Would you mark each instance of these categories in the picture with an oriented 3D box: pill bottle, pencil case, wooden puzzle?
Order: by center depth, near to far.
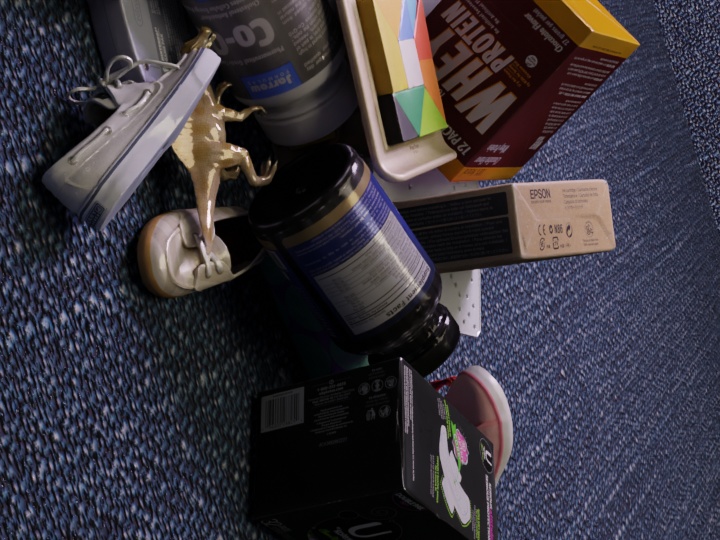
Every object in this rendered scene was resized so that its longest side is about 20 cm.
[{"bbox_3d":[0.000,0.000,1.406,0.200,0.112,0.112,55,30,-26],"label":"pill bottle"},{"bbox_3d":[-0.081,-0.213,1.418,0.114,0.113,0.200,-77,147,-47],"label":"pill bottle"},{"bbox_3d":[0.033,-0.186,1.474,0.185,0.037,0.201,-29,103,-67],"label":"wooden puzzle"},{"bbox_3d":[-0.024,0.046,1.512,0.092,0.085,0.201,-42,116,-47],"label":"pencil case"}]

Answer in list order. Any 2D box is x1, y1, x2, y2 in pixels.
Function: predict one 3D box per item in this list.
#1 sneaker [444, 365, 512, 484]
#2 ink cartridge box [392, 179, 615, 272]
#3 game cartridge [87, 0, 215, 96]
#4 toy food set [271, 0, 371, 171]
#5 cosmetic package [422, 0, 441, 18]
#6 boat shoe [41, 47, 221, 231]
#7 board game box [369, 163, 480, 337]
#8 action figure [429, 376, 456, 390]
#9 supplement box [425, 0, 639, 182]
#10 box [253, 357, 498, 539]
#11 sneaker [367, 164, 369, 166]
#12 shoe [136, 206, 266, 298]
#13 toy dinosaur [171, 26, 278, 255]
[{"bbox_3d":[0.082,0.192,1.593,0.104,0.075,0.201,-21,133,-36],"label":"sneaker"},{"bbox_3d":[0.130,-0.041,1.592,0.200,0.164,0.075,-6,90,-56],"label":"ink cartridge box"},{"bbox_3d":[-0.180,-0.219,1.383,0.133,0.040,0.201,5,72,-69],"label":"game cartridge"},{"bbox_3d":[-0.043,-0.188,1.532,0.060,0.143,0.201,-8,84,-68],"label":"toy food set"},{"bbox_3d":[0.031,-0.254,1.647,0.090,0.200,0.107,52,-24,14],"label":"cosmetic package"},{"bbox_3d":[-0.184,-0.120,1.262,0.086,0.075,0.202,35,52,-4],"label":"boat shoe"},{"bbox_3d":[0.059,-0.042,1.659,0.200,0.026,0.201,15,71,-53],"label":"board game box"},{"bbox_3d":[0.071,0.141,1.663,0.200,0.099,0.066,18,61,-66],"label":"action figure"},{"bbox_3d":[0.144,-0.205,1.645,0.133,0.200,0.197,48,19,13],"label":"supplement box"},{"bbox_3d":[0.017,0.184,1.441,0.200,0.148,0.125,44,38,-49],"label":"box"},{"bbox_3d":[0.025,-0.049,1.700,0.115,0.075,0.201,-4,87,-56],"label":"sneaker"},{"bbox_3d":[-0.123,-0.024,1.370,0.200,0.053,0.070,-26,100,-66],"label":"shoe"},{"bbox_3d":[-0.123,-0.096,1.368,0.101,0.058,0.201,14,66,-50],"label":"toy dinosaur"}]
